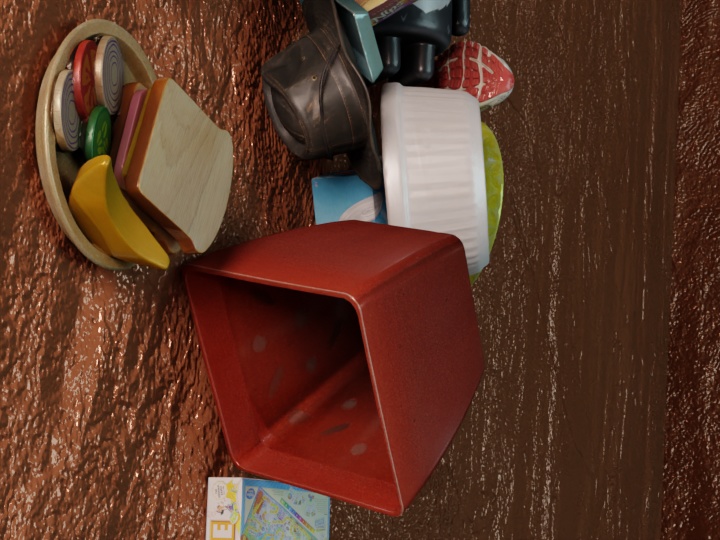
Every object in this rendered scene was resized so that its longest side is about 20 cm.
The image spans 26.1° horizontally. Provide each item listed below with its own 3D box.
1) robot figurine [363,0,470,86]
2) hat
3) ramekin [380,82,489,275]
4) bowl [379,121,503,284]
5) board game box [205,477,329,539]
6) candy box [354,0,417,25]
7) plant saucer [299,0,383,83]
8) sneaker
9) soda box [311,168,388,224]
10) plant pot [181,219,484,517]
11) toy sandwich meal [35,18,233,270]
[{"bbox_3d":[0.038,-0.295,1.641,0.150,0.123,0.203,25,65,-66],"label":"robot figurine"},{"bbox_3d":[-0.046,-0.160,1.442,0.201,0.080,0.203,161,-90,-83],"label":"hat"},{"bbox_3d":[0.073,-0.083,1.495,0.202,0.093,0.205,-4,90,-87],"label":"ramekin"},{"bbox_3d":[0.059,-0.074,1.663,0.107,0.200,0.203,10,74,-24],"label":"bowl"},{"bbox_3d":[-0.081,0.258,1.395,0.200,0.034,0.136,26,63,-66],"label":"board game box"},{"bbox_3d":[0.004,-0.347,1.482,0.202,0.116,0.056,67,19,8],"label":"candy box"},{"bbox_3d":[-0.023,-0.238,1.462,0.200,0.019,0.070,-128,-162,-60],"label":"plant saucer"},{"bbox_3d":[0.112,-0.201,1.719,0.081,0.199,0.079,17,83,-27],"label":"sneaker"},{"bbox_3d":[0.000,0.000,1.588,0.064,0.067,0.203,-25,111,-68],"label":"soda box"},{"bbox_3d":[-0.005,0.059,1.321,0.176,0.199,0.202,-34,122,-41],"label":"plant pot"},{"bbox_3d":[-0.166,-0.090,1.162,0.205,0.069,0.208,-3,90,-69],"label":"toy sandwich meal"}]
